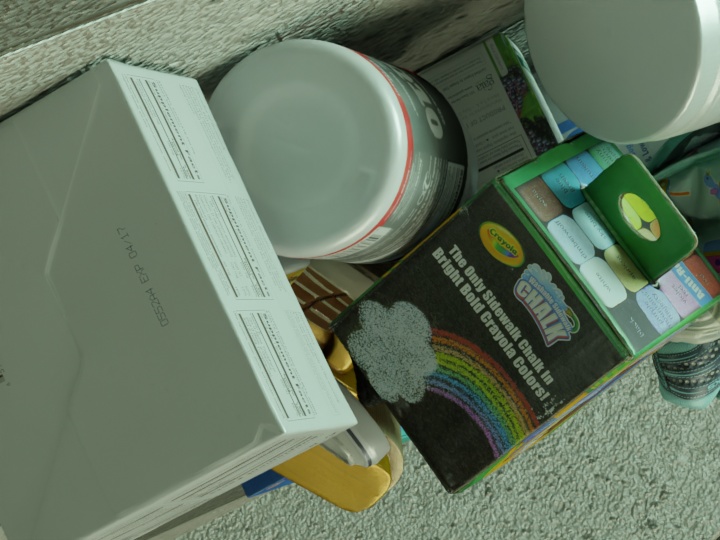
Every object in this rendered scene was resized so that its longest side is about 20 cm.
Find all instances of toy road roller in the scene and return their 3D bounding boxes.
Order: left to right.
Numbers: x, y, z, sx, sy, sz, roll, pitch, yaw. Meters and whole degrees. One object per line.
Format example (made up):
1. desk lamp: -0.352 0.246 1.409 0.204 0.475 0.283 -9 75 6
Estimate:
1. toy road roller: -0.029 0.059 1.830 0.146 0.200 0.123 -44 -153 24

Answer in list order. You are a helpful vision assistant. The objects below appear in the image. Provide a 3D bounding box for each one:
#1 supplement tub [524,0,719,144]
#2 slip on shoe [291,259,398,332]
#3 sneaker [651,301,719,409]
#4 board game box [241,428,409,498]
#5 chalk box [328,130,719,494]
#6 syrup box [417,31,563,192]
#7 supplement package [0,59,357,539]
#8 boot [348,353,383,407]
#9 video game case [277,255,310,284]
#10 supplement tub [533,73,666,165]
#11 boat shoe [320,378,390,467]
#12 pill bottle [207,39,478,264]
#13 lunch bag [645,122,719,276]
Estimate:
1. supplement tub: 0.202 -0.151 1.444 0.200 0.132 0.132 -19 169 -40
2. slip on shoe: 0.024 0.018 1.570 0.200 0.061 0.076 33 159 -35
3. sneaker: 0.216 0.032 1.623 0.078 0.086 0.200 8 -165 21
4. board game box: -0.050 0.083 2.009 0.045 0.152 0.200 -31 169 31
5. chalk box: 0.107 0.010 1.439 0.200 0.125 0.124 -40 172 36
6. syrup box: 0.099 -0.036 1.586 0.081 0.200 0.079 -27 171 10
7. supplement package: -0.124 0.023 1.289 0.156 0.200 0.111 -28 170 17
8. boot: 0.002 -0.001 1.646 0.079 0.158 0.211 -26 172 -2
9. video game case: -0.144 0.054 1.486 0.200 0.023 0.182 -20 164 -33
10. supplement tub: 0.141 -0.069 1.695 0.200 0.132 0.132 -29 171 9
11. boat shoe: -0.073 0.074 1.717 0.066 0.200 0.072 -50 180 -17
12. pill bottle: -0.005 -0.061 1.428 0.114 0.114 0.200 -28 171 14
13. lunch bag: 0.259 -0.046 1.520 0.200 0.122 0.170 -10 -172 43
